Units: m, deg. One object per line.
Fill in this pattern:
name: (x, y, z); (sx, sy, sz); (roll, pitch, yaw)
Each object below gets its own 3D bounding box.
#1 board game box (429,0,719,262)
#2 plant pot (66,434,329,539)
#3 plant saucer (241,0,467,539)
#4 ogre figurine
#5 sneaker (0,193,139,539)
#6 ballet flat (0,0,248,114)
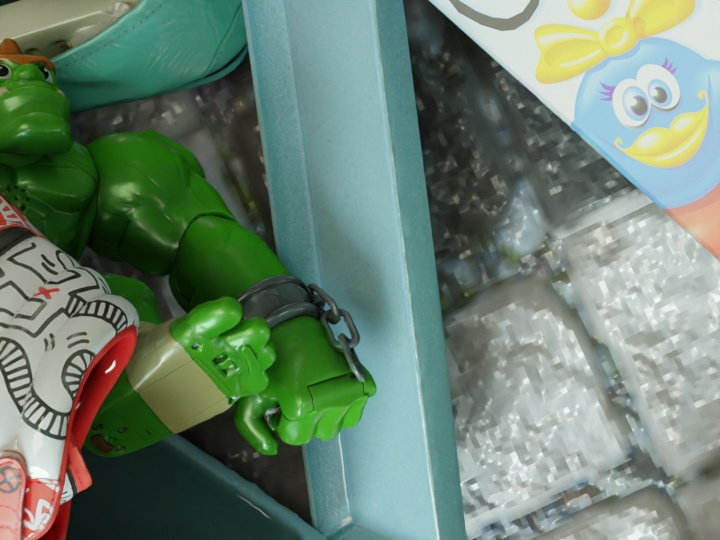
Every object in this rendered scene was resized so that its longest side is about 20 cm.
board game box: (0.097, -0.084, 0.862); (0.200, 0.105, 0.103); (43, 99, 10)
plant pot: (-0.162, 0.134, 0.891); (0.196, 0.196, 0.200); (34, 110, 12)
plant saucer: (0.000, 0.000, 0.885); (0.070, 0.019, 0.201); (18, 121, 52)
ogre figurine: (-0.106, 0.001, 0.864); (0.199, 0.098, 0.120); (-13, 46, -12)
sneaker: (-0.140, 0.063, 0.735); (0.108, 0.067, 0.202); (33, 69, 7)
ballet flat: (-0.133, -0.069, 0.921); (0.200, 0.070, 0.067); (-20, 44, 2)
